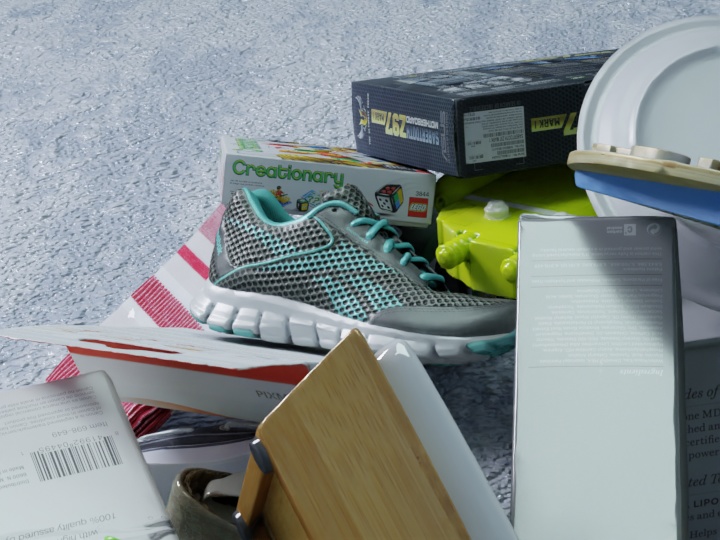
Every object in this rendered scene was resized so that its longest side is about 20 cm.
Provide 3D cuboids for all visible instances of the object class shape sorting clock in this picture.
[{"bbox_3d":[0.198,-0.034,0.996,0.198,0.040,0.200,17,3,-1],"label":"shape sorting clock"}]

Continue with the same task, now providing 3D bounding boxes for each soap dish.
[{"bbox_3d":[0.008,0.130,0.917,0.081,0.158,0.200,-25,-14,-14],"label":"soap dish"}]

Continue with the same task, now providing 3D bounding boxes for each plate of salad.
[{"bbox_3d":[0.216,-0.055,1.142,0.198,0.048,0.202,3,60,-6],"label":"plate of salad"}]

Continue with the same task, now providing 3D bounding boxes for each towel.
[{"bbox_3d":[-0.125,0.039,1.290,0.200,0.023,0.144,-44,28,-4],"label":"towel"}]

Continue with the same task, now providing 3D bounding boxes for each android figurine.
[{"bbox_3d":[0.125,-0.031,1.203,0.181,0.041,0.199,14,27,39],"label":"android figurine"}]

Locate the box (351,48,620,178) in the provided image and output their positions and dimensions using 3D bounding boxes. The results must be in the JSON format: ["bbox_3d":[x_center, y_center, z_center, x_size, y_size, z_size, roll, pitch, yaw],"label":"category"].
[{"bbox_3d":[0.113,-0.099,1.256,0.198,0.052,0.157,-9,12,-22],"label":"box"}]

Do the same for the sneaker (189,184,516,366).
[{"bbox_3d":[0.000,0.000,1.119,0.198,0.092,0.077,9,1,20],"label":"sneaker"}]

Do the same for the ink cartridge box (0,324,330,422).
[{"bbox_3d":[-0.082,0.062,1.099,0.161,0.051,0.200,6,4,27],"label":"ink cartridge box"}]

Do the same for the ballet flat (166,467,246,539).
[{"bbox_3d":[-0.009,0.140,1.095,0.198,0.063,0.068,4,27,3],"label":"ballet flat"}]

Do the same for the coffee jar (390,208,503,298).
[{"bbox_3d":[0.018,0.015,1.362,0.199,0.105,0.085,-23,22,-39],"label":"coffee jar"}]

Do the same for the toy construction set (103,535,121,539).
[{"bbox_3d":[-0.105,0.191,0.854,0.130,0.092,0.201,20,61,10],"label":"toy construction set"}]

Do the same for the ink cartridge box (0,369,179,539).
[{"bbox_3d":[-0.160,0.158,0.992,0.144,0.085,0.201,-12,44,-19],"label":"ink cartridge box"}]

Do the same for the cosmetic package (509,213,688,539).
[{"bbox_3d":[0.116,0.084,0.991,0.089,0.107,0.202,2,57,10],"label":"cosmetic package"}]

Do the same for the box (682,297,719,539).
[{"bbox_3d":[0.217,0.054,1.200,0.198,0.132,0.199,-8,22,-10],"label":"box"}]

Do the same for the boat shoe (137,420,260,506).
[{"bbox_3d":[-0.054,0.118,1.178,0.198,0.072,0.068,-6,23,14],"label":"boat shoe"}]

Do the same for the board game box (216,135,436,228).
[{"bbox_3d":[-0.026,-0.058,1.288,0.125,0.035,0.200,5,6,-6],"label":"board game box"}]
